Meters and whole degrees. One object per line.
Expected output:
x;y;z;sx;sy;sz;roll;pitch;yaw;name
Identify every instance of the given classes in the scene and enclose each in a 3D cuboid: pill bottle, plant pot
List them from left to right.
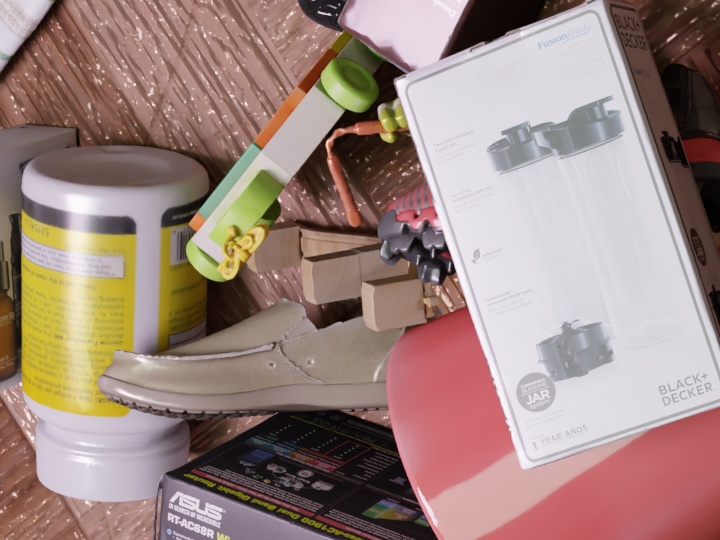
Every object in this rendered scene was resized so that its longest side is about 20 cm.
-0.151;0.032;1.504;0.114;0.114;0.201;12;109;29;pill bottle
0.140;0.077;1.295;0.177;0.200;0.201;-31;86;23;plant pot

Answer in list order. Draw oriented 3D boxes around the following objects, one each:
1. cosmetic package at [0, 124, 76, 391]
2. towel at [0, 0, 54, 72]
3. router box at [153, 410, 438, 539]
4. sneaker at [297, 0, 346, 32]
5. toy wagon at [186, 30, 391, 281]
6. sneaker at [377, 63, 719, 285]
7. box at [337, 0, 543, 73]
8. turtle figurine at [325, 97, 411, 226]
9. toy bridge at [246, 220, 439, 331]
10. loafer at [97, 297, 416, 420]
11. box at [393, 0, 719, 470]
-0.246;0.002;1.504;0.051;0.200;0.151;4;106;30;cosmetic package
-0.269;-0.188;1.566;0.149;0.031;0.200;49;124;5;towel
0.003;0.150;1.416;0.199;0.150;0.062;17;113;28;router box
0.012;-0.224;1.360;0.060;0.105;0.200;19;151;3;sneaker
-0.043;-0.061;1.359;0.040;0.200;0.155;39;122;-3;toy wagon
0.100;-0.053;1.259;0.200;0.071;0.098;-15;61;24;sneaker
0.074;-0.203;1.304;0.075;0.100;0.200;38;120;18;box
0.084;-0.062;1.337;0.161;0.200;0.065;-38;38;16;turtle figurine
0.000;0.000;1.396;0.200;0.067;0.027;-157;59;-64;toy bridge
-0.055;0.051;1.441;0.199;0.076;0.069;-1;84;-8;loafer
0.105;-0.018;1.176;0.116;0.060;0.201;-21;85;23;box
